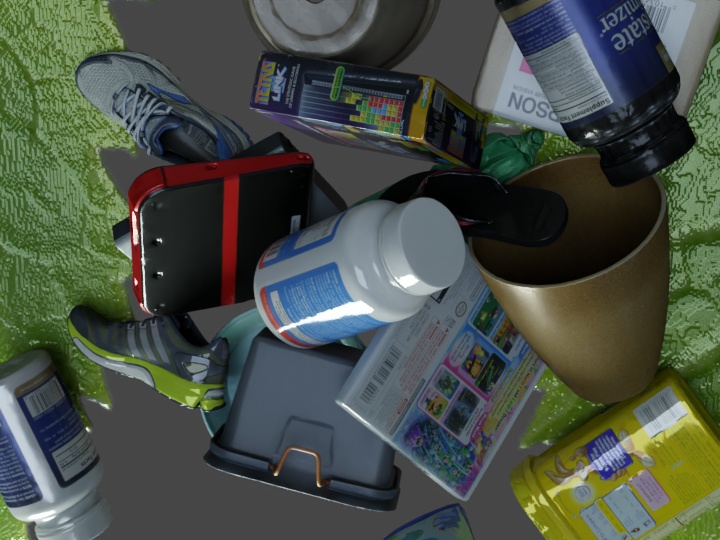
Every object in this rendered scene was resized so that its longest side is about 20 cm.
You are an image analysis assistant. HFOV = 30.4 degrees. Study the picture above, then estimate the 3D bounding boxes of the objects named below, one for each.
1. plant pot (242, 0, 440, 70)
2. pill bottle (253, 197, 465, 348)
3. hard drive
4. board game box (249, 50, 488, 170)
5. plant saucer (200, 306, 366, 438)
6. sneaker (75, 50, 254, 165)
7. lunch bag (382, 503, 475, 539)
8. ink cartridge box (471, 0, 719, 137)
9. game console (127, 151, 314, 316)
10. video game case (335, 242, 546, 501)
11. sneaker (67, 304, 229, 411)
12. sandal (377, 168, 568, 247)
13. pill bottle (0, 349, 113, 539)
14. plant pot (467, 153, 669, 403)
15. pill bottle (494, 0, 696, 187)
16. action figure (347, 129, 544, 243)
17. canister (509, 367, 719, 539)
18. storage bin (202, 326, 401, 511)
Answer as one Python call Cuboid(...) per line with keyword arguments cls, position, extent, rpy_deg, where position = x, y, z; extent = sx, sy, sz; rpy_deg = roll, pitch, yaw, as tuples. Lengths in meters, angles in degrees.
Cuboid(cls="plant pot", position=(-0.028, -0.264, 1.214), extent=(0.197, 0.174, 0.203), rpy_deg=(2, 105, 8))
Cuboid(cls="pill bottle", position=(0.000, 0.000, 1.227), extent=(0.199, 0.112, 0.113), rpy_deg=(-19, 105, 47))
Cuboid(cls="hard drive", position=(-0.127, -0.048, 1.324), extent=(0.199, 0.033, 0.140), rpy_deg=(-28, 141, 15))
Cuboid(cls="board game box", position=(0.014, -0.142, 1.208), extent=(0.163, 0.200, 0.057), rpy_deg=(11, 90, 20))
Cuboid(cls="plant saucer", position=(-0.073, 0.126, 1.404), extent=(0.197, 0.036, 0.203), rpy_deg=(2, 106, 8))
Cuboid(cls="sneaker", position=(-0.198, -0.153, 1.317), extent=(0.199, 0.085, 0.078), rpy_deg=(29, 108, 0))
Cuboid(cls="lunch bag", position=(0.035, 0.359, 1.385), extent=(0.198, 0.170, 0.128), rpy_deg=(-24, 101, 13))
Cuboid(cls="ink cartridge box", position=(0.219, -0.206, 1.245), extent=(0.198, 0.075, 0.167), rpy_deg=(17, 107, 3))
Cuboid(cls="game console", position=(-0.136, -0.034, 1.294), extent=(0.175, 0.031, 0.201), rpy_deg=(-11, 143, -16))
Cuboid(cls="video game case", position=(0.092, 0.093, 1.295), extent=(0.182, 0.024, 0.201), rpy_deg=(40, 74, -27))
Cuboid(cls="sneaker", position=(-0.216, 0.073, 1.384), extent=(0.198, 0.074, 0.082), rpy_deg=(22, 98, 17))
Cuboid(cls="sandal", position=(0.097, -0.065, 1.227), extent=(0.198, 0.045, 0.076), rpy_deg=(7, 65, 35))
Cuboid(cls="pill bottle", position=(-0.344, 0.197, 1.426), extent=(0.110, 0.111, 0.202), rpy_deg=(-20, 102, 13))
Cuboid(cls="plant pot", position=(0.217, 0.025, 1.265), extent=(0.184, 0.187, 0.201), rpy_deg=(-14, 127, 12))
Cuboid(cls="pill bottle", position=(0.209, -0.180, 1.156), extent=(0.111, 0.112, 0.201), rpy_deg=(-29, 101, 15))
Cuboid(cls="action figure", position=(0.101, -0.073, 1.312), extent=(0.199, 0.055, 0.119), rpy_deg=(-36, 97, 9))
Cuboid(cls="canister", position=(0.275, 0.211, 1.351), extent=(0.199, 0.087, 0.149), rpy_deg=(-36, 98, 15))
Cuboid(cls="storage bin", position=(-0.044, 0.143, 1.322), extent=(0.198, 0.146, 0.136), rpy_deg=(13, 97, 4))
